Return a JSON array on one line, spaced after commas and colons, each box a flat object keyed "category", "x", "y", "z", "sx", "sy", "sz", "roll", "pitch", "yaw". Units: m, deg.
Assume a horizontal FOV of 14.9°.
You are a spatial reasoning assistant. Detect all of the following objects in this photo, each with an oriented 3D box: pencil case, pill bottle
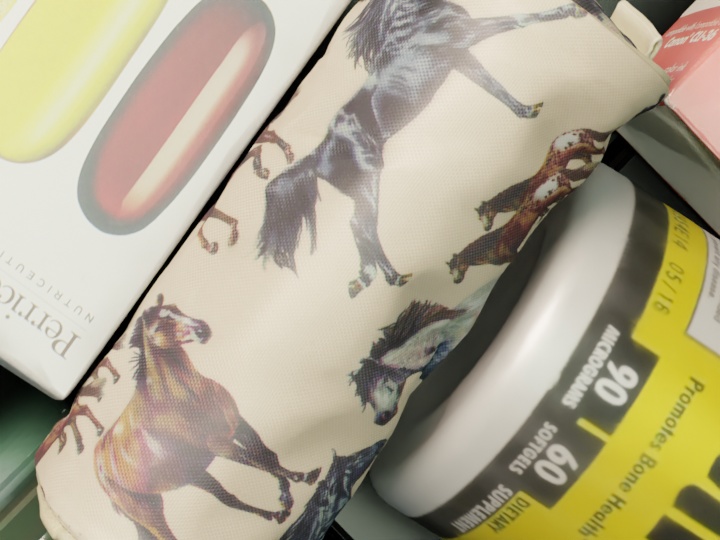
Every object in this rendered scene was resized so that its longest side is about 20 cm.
[{"category": "pencil case", "x": 0.000, "y": 0.000, "z": 0.711, "sx": 0.078, "sy": 0.089, "sz": 0.200, "roll": 37, "pitch": 92, "yaw": 33}, {"category": "pill bottle", "x": 0.113, "y": 0.066, "z": 0.783, "sx": 0.200, "sy": 0.114, "sz": 0.114, "roll": 32, "pitch": 84, "yaw": -10}]

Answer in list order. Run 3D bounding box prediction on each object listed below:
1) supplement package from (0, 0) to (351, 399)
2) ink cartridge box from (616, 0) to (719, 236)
[{"category": "supplement package", "x": -0.071, "y": -0.078, "z": 0.744, "sx": 0.114, "sy": 0.110, "sz": 0.200, "roll": 36, "pitch": 83, "yaw": -10}, {"category": "ink cartridge box", "x": 0.184, "y": -0.081, "z": 0.820, "sx": 0.116, "sy": 0.067, "sz": 0.200, "roll": 44, "pitch": 81, "yaw": -9}]
